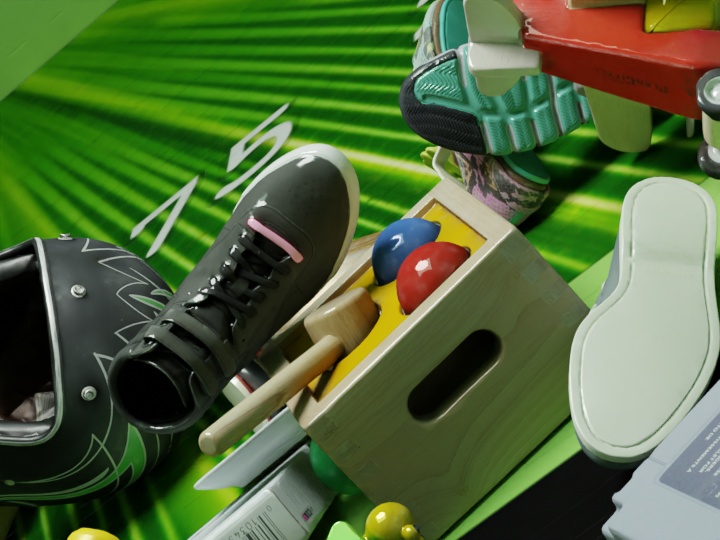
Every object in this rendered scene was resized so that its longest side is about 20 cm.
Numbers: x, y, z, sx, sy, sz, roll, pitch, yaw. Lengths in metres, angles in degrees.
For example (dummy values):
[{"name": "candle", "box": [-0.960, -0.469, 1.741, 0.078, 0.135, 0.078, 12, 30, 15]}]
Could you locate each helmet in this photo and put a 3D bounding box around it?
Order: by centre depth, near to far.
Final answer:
[{"name": "helmet", "box": [-0.209, 0.071, 1.637, 0.190, 0.201, 0.200, -22, 23, 15]}]

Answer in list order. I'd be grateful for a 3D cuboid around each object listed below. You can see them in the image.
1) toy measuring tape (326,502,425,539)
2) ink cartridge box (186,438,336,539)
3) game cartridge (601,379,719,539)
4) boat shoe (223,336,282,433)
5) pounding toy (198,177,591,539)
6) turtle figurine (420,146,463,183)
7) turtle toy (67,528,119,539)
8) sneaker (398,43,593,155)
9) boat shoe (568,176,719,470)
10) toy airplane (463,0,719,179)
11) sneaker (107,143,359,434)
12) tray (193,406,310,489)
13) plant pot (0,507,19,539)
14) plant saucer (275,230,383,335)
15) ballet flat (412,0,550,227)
[{"name": "toy measuring tape", "box": [-0.008, 0.208, 1.121, 0.073, 0.073, 0.201, -13, 51, 58]}, {"name": "ink cartridge box", "box": [-0.100, 0.186, 1.356, 0.196, 0.043, 0.200, -41, -2, 8]}, {"name": "game cartridge", "box": [0.204, 0.063, 1.019, 0.200, 0.041, 0.133, -46, 14, -8]}, {"name": "boat shoe", "box": [-0.070, 0.062, 1.560, 0.062, 0.071, 0.200, -32, 8, -4]}, {"name": "pounding toy", "box": [0.016, 0.051, 1.277, 0.200, 0.142, 0.184, -43, 17, 0]}, {"name": "turtle figurine", "box": [0.105, -0.138, 1.654, 0.199, 0.064, 0.162, 3, 57, 46]}, {"name": "turtle toy", "box": [-0.147, 0.218, 1.209, 0.101, 0.199, 0.146, 102, -169, -67]}, {"name": "sneaker", "box": [0.122, -0.120, 1.501, 0.199, 0.075, 0.088, -9, 7, -2]}, {"name": "boat shoe", "box": [0.149, 0.037, 1.194, 0.200, 0.072, 0.062, -72, -11, -45]}, {"name": "toy airplane", "box": [0.157, -0.150, 1.348, 0.200, 0.199, 0.142, -17, 41, 57]}, {"name": "sneaker", "box": [-0.071, 0.019, 1.297, 0.200, 0.071, 0.099, -51, 2, 27]}, {"name": "tray", "box": [-0.014, 0.076, 1.446, 0.200, 0.022, 0.107, -40, -6, 10]}, {"name": "plant pot", "box": [-0.335, 0.153, 1.793, 0.186, 0.186, 0.200, -37, 32, 18]}, {"name": "plant saucer", "box": [0.000, 0.000, 1.465, 0.199, 0.036, 0.200, -19, 2, 1]}, {"name": "ballet flat", "box": [0.070, -0.101, 1.555, 0.071, 0.069, 0.201, -47, 43, 28]}]
